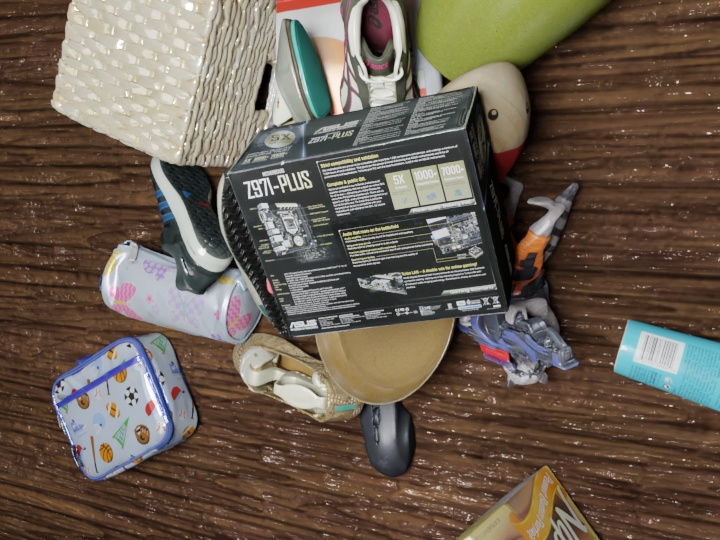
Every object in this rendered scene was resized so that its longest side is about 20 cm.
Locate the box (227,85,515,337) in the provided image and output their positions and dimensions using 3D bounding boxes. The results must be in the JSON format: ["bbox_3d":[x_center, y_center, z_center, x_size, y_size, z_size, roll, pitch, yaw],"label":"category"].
[{"bbox_3d":[0.015,-0.044,0.714,0.197,0.086,0.165,-8,120,20],"label":"box"}]

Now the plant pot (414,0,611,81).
[{"bbox_3d":[0.133,-0.262,0.741,0.188,0.186,0.200,49,133,12],"label":"plant pot"}]

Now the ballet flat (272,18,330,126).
[{"bbox_3d":[-0.050,-0.133,0.817,0.063,0.067,0.202,-19,106,19],"label":"ballet flat"}]

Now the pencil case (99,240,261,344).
[{"bbox_3d":[-0.212,0.024,1.023,0.198,0.083,0.092,14,102,26],"label":"pencil case"}]

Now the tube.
[{"bbox_3d":[0.329,0.097,0.763,0.198,0.050,0.078,18,112,20],"label":"tube"}]

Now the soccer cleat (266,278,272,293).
[{"bbox_3d":[0.000,0.000,0.829,0.198,0.076,0.068,-4,103,35],"label":"soccer cleat"}]

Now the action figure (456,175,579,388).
[{"bbox_3d":[0.164,0.022,0.799,0.200,0.103,0.196,-145,52,-60],"label":"action figure"}]

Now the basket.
[{"bbox_3d":[-0.194,-0.227,0.924,0.198,0.160,0.200,25,109,21],"label":"basket"}]

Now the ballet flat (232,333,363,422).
[{"bbox_3d":[-0.086,0.118,0.965,0.198,0.065,0.072,13,103,35],"label":"ballet flat"}]

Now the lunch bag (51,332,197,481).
[{"bbox_3d":[-0.311,0.173,1.111,0.199,0.075,0.162,-28,83,29],"label":"lunch bag"}]

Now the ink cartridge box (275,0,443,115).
[{"bbox_3d":[-0.006,-0.247,0.849,0.160,0.050,0.203,-7,100,7],"label":"ink cartridge box"}]

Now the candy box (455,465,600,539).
[{"bbox_3d":[0.156,0.270,0.794,0.055,0.199,0.116,-42,74,28],"label":"candy box"}]

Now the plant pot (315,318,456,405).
[{"bbox_3d":[0.027,0.037,0.888,0.199,0.027,0.203,-10,76,43],"label":"plant pot"}]

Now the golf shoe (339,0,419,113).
[{"bbox_3d":[0.013,-0.176,0.777,0.076,0.088,0.202,-5,121,6],"label":"golf shoe"}]

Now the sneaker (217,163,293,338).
[{"bbox_3d":[-0.112,-0.024,0.925,0.093,0.070,0.202,29,145,57],"label":"sneaker"}]

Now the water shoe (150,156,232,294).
[{"bbox_3d":[-0.207,-0.058,0.974,0.079,0.071,0.201,-52,44,24],"label":"water shoe"}]

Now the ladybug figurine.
[{"bbox_3d":[0.087,-0.102,0.782,0.072,0.135,0.200,60,147,17],"label":"ladybug figurine"}]

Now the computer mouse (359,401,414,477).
[{"bbox_3d":[0.015,0.131,0.946,0.058,0.034,0.203,-13,92,31],"label":"computer mouse"}]
